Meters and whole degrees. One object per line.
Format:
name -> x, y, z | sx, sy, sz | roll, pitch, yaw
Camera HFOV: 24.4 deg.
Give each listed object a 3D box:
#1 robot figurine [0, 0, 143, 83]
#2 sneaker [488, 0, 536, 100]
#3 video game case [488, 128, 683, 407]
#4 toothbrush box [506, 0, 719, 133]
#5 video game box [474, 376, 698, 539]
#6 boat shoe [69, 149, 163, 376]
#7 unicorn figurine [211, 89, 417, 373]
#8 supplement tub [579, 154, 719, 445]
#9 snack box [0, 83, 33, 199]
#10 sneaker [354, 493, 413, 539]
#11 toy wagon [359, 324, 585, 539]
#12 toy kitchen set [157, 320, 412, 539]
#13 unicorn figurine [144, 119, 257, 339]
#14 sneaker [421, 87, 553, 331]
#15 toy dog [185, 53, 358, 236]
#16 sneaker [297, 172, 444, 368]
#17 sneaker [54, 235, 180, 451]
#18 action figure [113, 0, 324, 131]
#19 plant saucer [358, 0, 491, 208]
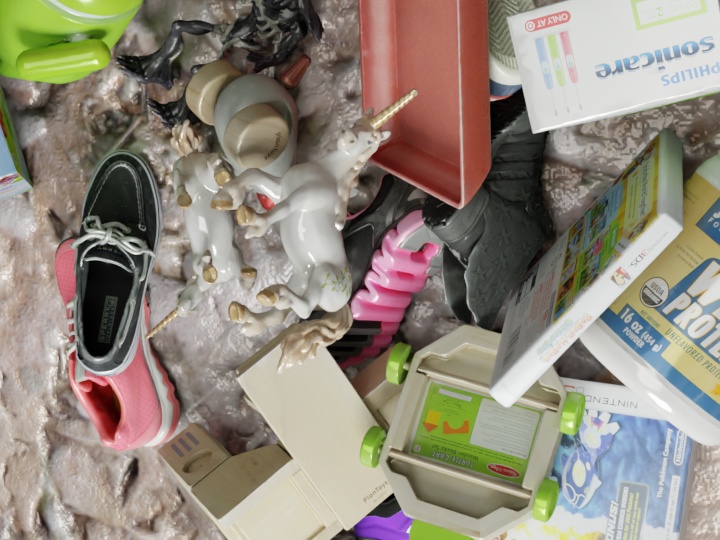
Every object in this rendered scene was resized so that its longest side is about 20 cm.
robot figurine -> -0.243, -0.233, 1.376 | 0.200, 0.115, 0.176 | -41, 50, 50
sneaker -> 0.091, -0.223, 1.276 | 0.075, 0.085, 0.201 | 1, 71, -14
video game case -> 0.168, -0.006, 1.213 | 0.023, 0.200, 0.182 | 39, 113, -5
toothbrush box -> 0.208, -0.157, 1.167 | 0.145, 0.200, 0.086 | -12, 94, 26
video game box -> 0.159, 0.183, 1.283 | 0.182, 0.047, 0.201 | 6, 77, 19
boat shoe -> -0.212, -0.013, 1.411 | 0.073, 0.068, 0.200 | 10, 74, 0
unicorn figurine -> -0.038, -0.036, 1.237 | 0.074, 0.137, 0.201 | 25, 121, 43
supplement tub -> 0.265, 0.009, 1.189 | 0.145, 0.145, 0.200 | 41, 99, 12
snack box -> -0.338, -0.145, 1.411 | 0.067, 0.200, 0.169 | -18, 92, -8
sneaker -> 0.081, 0.195, 1.354 | 0.200, 0.070, 0.100 | -4, 95, 24
toy wagon -> 0.078, 0.145, 1.270 | 0.155, 0.040, 0.201 | 15, 81, 19
toy kitchen set -> -0.068, 0.112, 1.375 | 0.200, 0.180, 0.163 | -38, 114, -11
unicorn figurine -> -0.129, -0.027, 1.381 | 0.074, 0.137, 0.201 | 2, 98, -14
sneaker -> 0.115, -0.061, 1.299 | 0.060, 0.104, 0.200 | 17, 71, 52
toy dog -> -0.058, -0.103, 1.323 | 0.096, 0.200, 0.132 | -37, 72, -4
sneaker -> 0.000, 0.000, 1.366 | 0.200, 0.079, 0.096 | -49, 51, 26
sneaker -> -0.223, 0.064, 1.454 | 0.074, 0.087, 0.201 | -23, 89, 28
action figure -> -0.108, -0.200, 1.355 | 0.200, 0.102, 0.119 | -40, 71, 25
plant saucer -> 0.050, -0.165, 1.259 | 0.037, 0.200, 0.200 | -8, 107, -18
